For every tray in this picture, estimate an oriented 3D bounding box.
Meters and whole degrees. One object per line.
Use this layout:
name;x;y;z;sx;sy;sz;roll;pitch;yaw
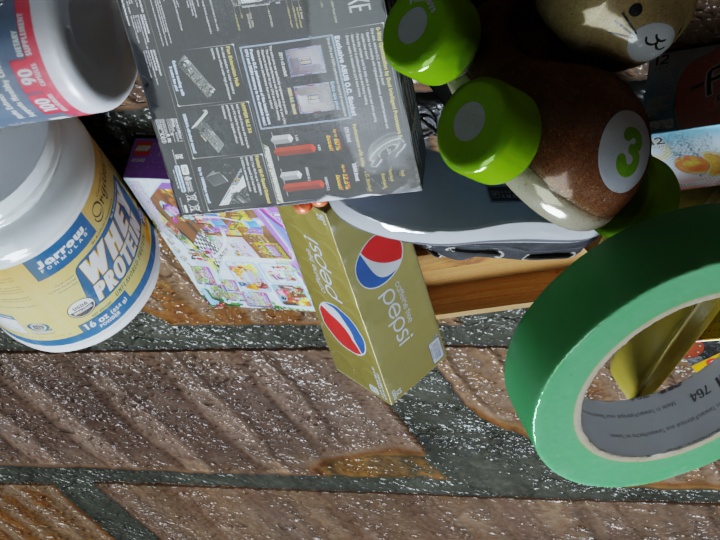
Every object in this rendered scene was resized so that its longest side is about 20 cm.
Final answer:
tray;0.095;-0.008;1.400;0.200;0.037;0.099;-8;147;37

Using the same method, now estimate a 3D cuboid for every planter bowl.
planter bowl;0.207;-0.009;1.231;0.083;0.200;0.201;37;156;12

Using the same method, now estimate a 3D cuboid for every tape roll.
tape roll;0.186;0.048;1.102;0.200;0.048;0.201;-14;138;-13

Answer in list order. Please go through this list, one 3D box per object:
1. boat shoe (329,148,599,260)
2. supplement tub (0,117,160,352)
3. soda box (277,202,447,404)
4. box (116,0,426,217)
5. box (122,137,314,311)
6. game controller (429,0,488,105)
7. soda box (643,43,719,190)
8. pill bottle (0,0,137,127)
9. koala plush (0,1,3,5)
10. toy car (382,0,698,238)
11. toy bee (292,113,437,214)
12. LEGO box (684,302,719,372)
boat shoe;0.069;-0.036;1.215;0.199;0.070;0.066;-1;146;-21
supplement tub;-0.245;-0.042;1.359;0.144;0.145;0.200;3;154;19
soda box;0.000;0.000;1.347;0.068;0.064;0.200;30;150;41
box;-0.054;-0.133;1.101;0.157;0.050;0.200;-6;125;11
box;-0.083;-0.031;1.429;0.136;0.039;0.200;4;152;18
game controller;0.109;-0.112;1.189;0.104;0.042;0.200;-4;149;29
soda box;0.272;-0.102;1.113;0.199;0.064;0.068;-7;147;32
pill bottle;-0.252;-0.147;1.173;0.199;0.120;0.120;-7;148;21
koala plush;-0.233;-0.191;1.011;0.184;0.201;0.177;32;147;-33
toy car;0.145;-0.136;1.029;0.164;0.158;0.200;19;123;-44
toy bee;-0.037;-0.100;1.205;0.199;0.109;0.131;19;151;-11
LEGO box;0.351;0.048;1.350;0.199;0.077;0.149;-6;147;32
